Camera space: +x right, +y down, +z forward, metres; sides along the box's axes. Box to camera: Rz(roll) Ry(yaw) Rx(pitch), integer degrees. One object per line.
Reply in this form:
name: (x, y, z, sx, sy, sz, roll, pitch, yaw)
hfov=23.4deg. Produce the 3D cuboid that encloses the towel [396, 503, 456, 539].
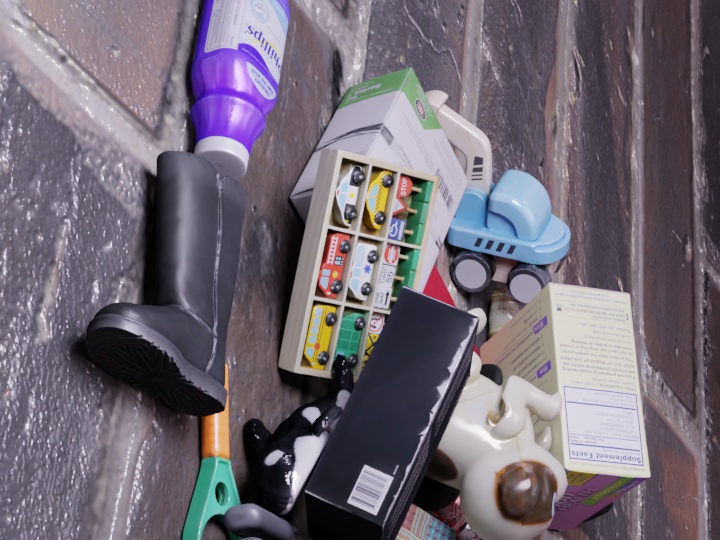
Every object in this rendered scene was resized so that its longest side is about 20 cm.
towel: (0.022, 0.291, 1.569, 0.146, 0.022, 0.201, 35, 47, -27)

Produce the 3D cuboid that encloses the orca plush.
orca plush: (-0.059, 0.132, 1.475, 0.071, 0.106, 0.200, 28, 42, 4)

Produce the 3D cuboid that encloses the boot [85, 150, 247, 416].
boot: (-0.150, -0.007, 1.373, 0.165, 0.065, 0.202, 49, 41, -55)

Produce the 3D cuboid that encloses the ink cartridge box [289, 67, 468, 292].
ink cartridge box: (0.022, -0.079, 1.702, 0.147, 0.084, 0.201, 62, 33, -26)

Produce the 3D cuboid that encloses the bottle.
bottle: (-0.109, -0.172, 1.521, 0.084, 0.065, 0.201, 47, 40, -44)

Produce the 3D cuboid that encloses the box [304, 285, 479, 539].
box: (0.027, 0.137, 1.492, 0.141, 0.078, 0.201, 85, 29, -65)

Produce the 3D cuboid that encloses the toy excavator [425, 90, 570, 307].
toy excavator: (0.138, -0.085, 1.888, 0.100, 0.193, 0.202, -51, 151, -56)

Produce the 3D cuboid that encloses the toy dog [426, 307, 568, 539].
toy dog: (0.109, 0.164, 1.626, 0.193, 0.140, 0.200, -23, 60, -36)

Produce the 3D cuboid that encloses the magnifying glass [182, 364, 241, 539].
magnifying glass: (-0.116, 0.174, 1.408, 0.079, 0.022, 0.202, 26, 56, -56)

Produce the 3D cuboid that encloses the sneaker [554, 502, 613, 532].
sneaker: (0.261, 0.202, 2.017, 0.066, 0.090, 0.202, 40, 45, -49)

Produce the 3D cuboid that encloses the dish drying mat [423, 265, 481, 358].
dish drying mat: (0.085, 0.055, 1.834, 0.201, 0.018, 0.077, 61, 32, -26)

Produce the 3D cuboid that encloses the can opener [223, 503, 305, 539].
can opener: (-0.055, 0.225, 1.420, 0.200, 0.066, 0.054, 54, 27, -71)

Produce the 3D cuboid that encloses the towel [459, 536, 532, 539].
towel: (0.101, 0.332, 1.666, 0.199, 0.030, 0.148, -1, 78, -41)

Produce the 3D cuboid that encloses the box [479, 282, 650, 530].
box: (0.206, 0.142, 1.785, 0.096, 0.176, 0.202, 8, 62, -19)

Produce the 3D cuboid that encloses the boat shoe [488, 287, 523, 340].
boat shoe: (0.211, 0.057, 2.005, 0.199, 0.073, 0.063, 10, 73, -59)

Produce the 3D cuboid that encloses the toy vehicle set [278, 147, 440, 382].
toy vehicle set: (0.000, 0.000, 1.573, 0.124, 0.026, 0.202, 10, 91, -39)

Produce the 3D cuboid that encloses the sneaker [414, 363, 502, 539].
sneaker: (0.113, 0.196, 1.776, 0.108, 0.067, 0.202, 61, 35, -29)
